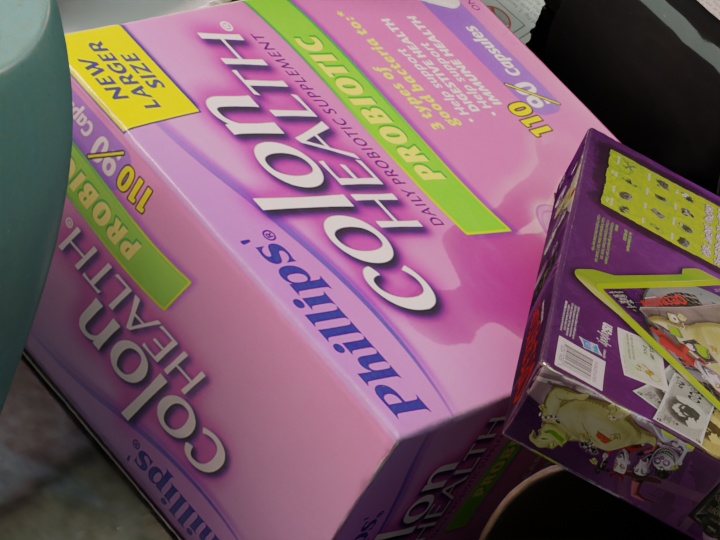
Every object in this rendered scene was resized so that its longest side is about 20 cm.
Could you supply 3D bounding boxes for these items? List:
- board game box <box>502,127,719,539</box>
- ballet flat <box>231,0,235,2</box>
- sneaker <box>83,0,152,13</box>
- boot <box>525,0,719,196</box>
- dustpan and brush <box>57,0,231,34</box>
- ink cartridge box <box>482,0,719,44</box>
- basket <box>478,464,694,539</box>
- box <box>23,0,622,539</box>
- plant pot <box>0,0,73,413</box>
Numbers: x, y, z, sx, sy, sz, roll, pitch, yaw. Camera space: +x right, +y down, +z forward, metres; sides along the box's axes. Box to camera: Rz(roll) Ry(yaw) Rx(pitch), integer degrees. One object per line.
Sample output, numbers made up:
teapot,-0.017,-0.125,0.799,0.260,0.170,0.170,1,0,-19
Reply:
board game box,0.106,0.026,0.771,0.120,0.032,0.200,25,22,-1
ballet flat,-0.086,-0.174,1.043,0.068,0.067,0.200,2,44,-26
sneaker,-0.131,-0.130,0.967,0.085,0.077,0.200,-7,43,-27
boot,0.132,-0.062,0.940,0.073,0.198,0.162,-39,68,-11
dustpan and brush,-0.099,-0.102,0.859,0.139,0.200,0.057,30,12,-26
ink cartridge box,0.107,-0.077,1.104,0.161,0.050,0.200,43,55,15
basket,0.151,0.133,0.797,0.200,0.136,0.181,-4,61,-45
box,0.000,0.000,0.871,0.200,0.097,0.176,-18,58,-46
plant pot,-0.170,-0.034,0.732,0.200,0.161,0.201,20,37,-16
